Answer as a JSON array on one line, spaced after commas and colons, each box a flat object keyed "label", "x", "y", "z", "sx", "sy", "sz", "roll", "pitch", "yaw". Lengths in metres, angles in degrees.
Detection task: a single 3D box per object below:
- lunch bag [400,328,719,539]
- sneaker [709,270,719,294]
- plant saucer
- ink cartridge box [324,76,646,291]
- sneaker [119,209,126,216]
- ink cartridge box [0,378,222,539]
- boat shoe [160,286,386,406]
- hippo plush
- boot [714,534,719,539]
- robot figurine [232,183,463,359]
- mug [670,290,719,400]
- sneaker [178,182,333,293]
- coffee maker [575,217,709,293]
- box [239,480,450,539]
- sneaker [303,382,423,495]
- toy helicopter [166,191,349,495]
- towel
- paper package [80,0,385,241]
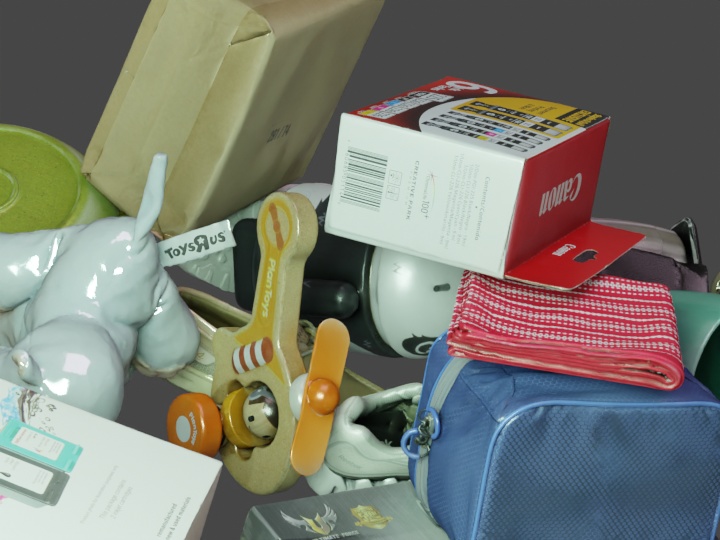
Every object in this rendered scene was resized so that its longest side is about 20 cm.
[{"label": "lunch bag", "x": 0.122, "y": 0.111, "z": 1.295, "sx": 0.198, "sy": 0.137, "sz": 0.132, "roll": 3, "pitch": 24, "yaw": -21}, {"label": "sneaker", "x": 0.329, "y": 0.080, "z": 1.610, "sx": 0.201, "sy": 0.070, "sz": 0.076, "roll": 64, "pitch": 13, "yaw": -9}, {"label": "plant saucer", "x": -0.275, "y": -0.048, "z": 1.485, "sx": 0.198, "sy": 0.031, "sz": 0.201, "roll": 3, "pitch": 42, "yaw": -2}, {"label": "ink cartridge box", "x": 0.097, "y": -0.063, "z": 1.389, "sx": 0.174, "sy": 0.085, "sz": 0.200, "roll": 16, "pitch": 18, "yaw": 19}, {"label": "sneaker", "x": -0.193, "y": -0.064, "z": 1.581, "sx": 0.078, "sy": 0.091, "sz": 0.200, "roll": 25, "pitch": 28, "yaw": 8}, {"label": "ink cartridge box", "x": -0.200, "y": 0.159, "z": 1.084, "sx": 0.198, "sy": 0.148, "sz": 0.146, "roll": 20, "pitch": 27, "yaw": 2}, {"label": "boat shoe", "x": -0.051, "y": 0.070, "z": 1.447, "sx": 0.198, "sy": 0.065, "sz": 0.072, "roll": 22, "pitch": 26, "yaw": 4}, {"label": "hippo plush", "x": -0.173, "y": 0.059, "z": 1.313, "sx": 0.159, "sy": 0.199, "sz": 0.162, "roll": 48, "pitch": 36, "yaw": -36}, {"label": "boot", "x": 0.185, "y": 0.182, "z": 1.424, "sx": 0.097, "sy": 0.075, "sz": 0.200, "roll": 33, "pitch": 4, "yaw": -35}, {"label": "robot figurine", "x": -0.001, "y": 0.002, "z": 1.518, "sx": 0.198, "sy": 0.125, "sz": 0.151, "roll": 6, "pitch": 54, "yaw": 32}, {"label": "mug", "x": 0.235, "y": 0.107, "z": 1.488, "sx": 0.114, "sy": 0.187, "sz": 0.151, "roll": 8, "pitch": 21, "yaw": 44}, {"label": "sneaker", "x": -0.084, "y": -0.030, "z": 1.631, "sx": 0.080, "sy": 0.077, "sz": 0.199, "roll": 18, "pitch": 19, "yaw": 40}, {"label": "coffee maker", "x": 0.167, "y": 0.025, "z": 1.609, "sx": 0.198, "sy": 0.136, "sz": 0.193, "roll": 11, "pitch": 29, "yaw": -15}, {"label": "box", "x": 0.044, "y": 0.200, "z": 1.283, "sx": 0.199, "sy": 0.049, "sz": 0.158, "roll": -3, "pitch": 35, "yaw": -39}, {"label": "sneaker", "x": 0.059, "y": 0.111, "z": 1.394, "sx": 0.198, "sy": 0.081, "sz": 0.076, "roll": -5, "pitch": 60, "yaw": -25}, {"label": "toy helicopter", "x": -0.053, "y": 0.050, "z": 1.332, "sx": 0.078, "sy": 0.202, "sz": 0.132, "roll": -2, "pitch": 16, "yaw": -37}, {"label": "towel", "x": 0.130, "y": 0.027, "z": 1.285, "sx": 0.143, "sy": 0.023, "sz": 0.200, "roll": 10, "pitch": 16, "yaw": 4}, {"label": "paper package", "x": -0.091, "y": -0.142, "z": 1.515, "sx": 0.103, "sy": 0.192, "sz": 0.200, "roll": 35, "pitch": 28, "yaw": 13}]
